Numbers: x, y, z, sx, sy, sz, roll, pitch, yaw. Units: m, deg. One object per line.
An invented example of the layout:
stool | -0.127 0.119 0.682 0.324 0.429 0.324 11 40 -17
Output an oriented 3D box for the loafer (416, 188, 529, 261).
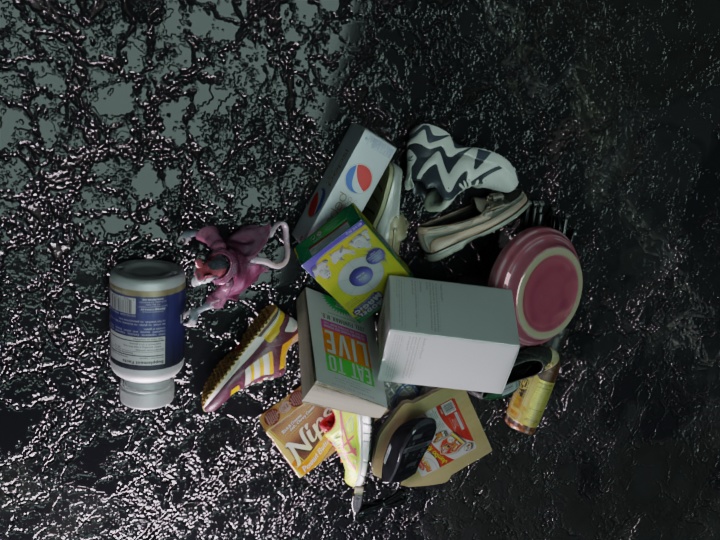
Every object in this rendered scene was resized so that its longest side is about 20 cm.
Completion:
loafer | 0.184 -0.087 1.471 0.198 0.072 0.064 -30 108 -5

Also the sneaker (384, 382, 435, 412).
sneaker | 0.089 0.208 1.520 0.074 0.088 0.200 -38 123 12

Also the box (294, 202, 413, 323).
box | 0.000 0.000 1.372 0.117 0.049 0.200 -36 136 9

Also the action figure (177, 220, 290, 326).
action figure | -0.184 0.001 1.290 0.146 0.200 0.137 -8 93 7

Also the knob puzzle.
knob puzzle | 0.104 0.281 1.496 0.215 0.031 0.224 -8 121 -13

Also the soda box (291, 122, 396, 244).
soda box | -0.027 -0.120 1.381 0.063 0.068 0.202 27 97 -26

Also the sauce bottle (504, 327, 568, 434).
sauce bottle | 0.320 0.191 1.614 0.065 0.066 0.204 15 100 -23

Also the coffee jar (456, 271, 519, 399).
coffee jar | 0.213 0.109 1.524 0.084 0.104 0.204 -17 112 -23

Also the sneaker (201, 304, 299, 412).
sneaker | -0.167 0.156 1.418 0.090 0.075 0.201 39 93 -21

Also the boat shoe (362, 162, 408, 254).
boat shoe | 0.039 -0.075 1.422 0.067 0.075 0.203 5 116 -22

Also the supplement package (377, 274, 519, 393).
supplement package | 0.130 0.098 1.364 0.195 0.118 0.119 7 133 -5

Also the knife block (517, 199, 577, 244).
knife block | 0.288 -0.010 1.535 0.199 0.064 0.176 -41 115 -3

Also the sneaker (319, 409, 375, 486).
sneaker | -0.022 0.265 1.454 0.088 0.079 0.204 6 121 5

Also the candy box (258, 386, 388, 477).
candy box | -0.056 0.236 1.494 0.198 0.055 0.116 -35 118 -6

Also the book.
book | -0.031 0.127 1.394 0.132 0.202 0.048 20 127 -25

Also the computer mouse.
computer mouse | 0.041 0.311 1.435 0.139 0.046 0.203 -12 131 -39

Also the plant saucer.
plant saucer | 0.293 0.032 1.461 0.197 0.051 0.205 -10 108 -33

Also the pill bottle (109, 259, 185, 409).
pill bottle | -0.314 0.095 1.325 0.109 0.111 0.204 -1 108 -19

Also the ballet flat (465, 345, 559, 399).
ballet flat | 0.248 0.169 1.458 0.197 0.057 0.067 -13 135 -29

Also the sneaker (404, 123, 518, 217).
sneaker | 0.152 -0.132 1.410 0.197 0.079 0.132 24 72 -24
